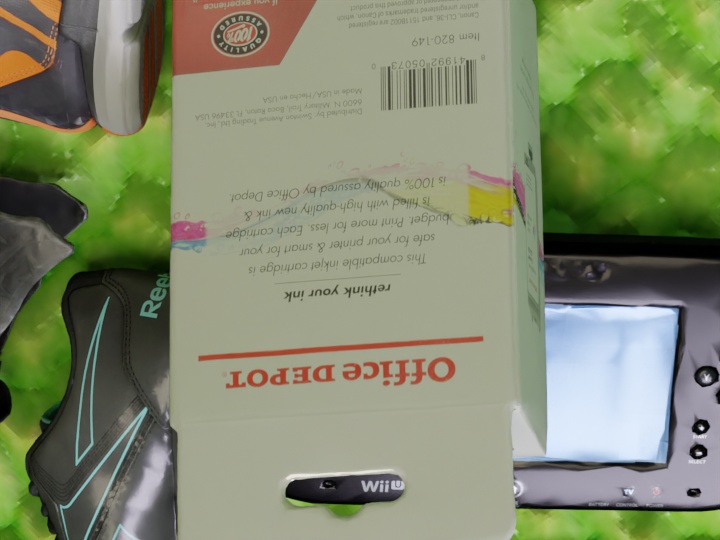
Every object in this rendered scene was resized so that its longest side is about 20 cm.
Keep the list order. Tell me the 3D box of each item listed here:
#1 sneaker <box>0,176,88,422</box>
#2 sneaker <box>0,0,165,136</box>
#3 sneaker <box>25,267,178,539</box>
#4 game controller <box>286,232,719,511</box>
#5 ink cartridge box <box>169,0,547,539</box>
[{"bbox_3d":[-0.179,0.042,1.108,0.104,0.060,0.201,24,116,1],"label":"sneaker"},{"bbox_3d":[-0.123,-0.135,0.991,0.111,0.078,0.201,6,119,4],"label":"sneaker"},{"bbox_3d":[-0.083,0.089,1.121,0.079,0.075,0.201,15,112,12],"label":"sneaker"},{"bbox_3d":[0.056,0.036,1.058,0.198,0.042,0.105,1,107,-2],"label":"game controller"},{"bbox_3d":[0.000,0.000,0.984,0.116,0.202,0.068,-4,163,12],"label":"ink cartridge box"}]
